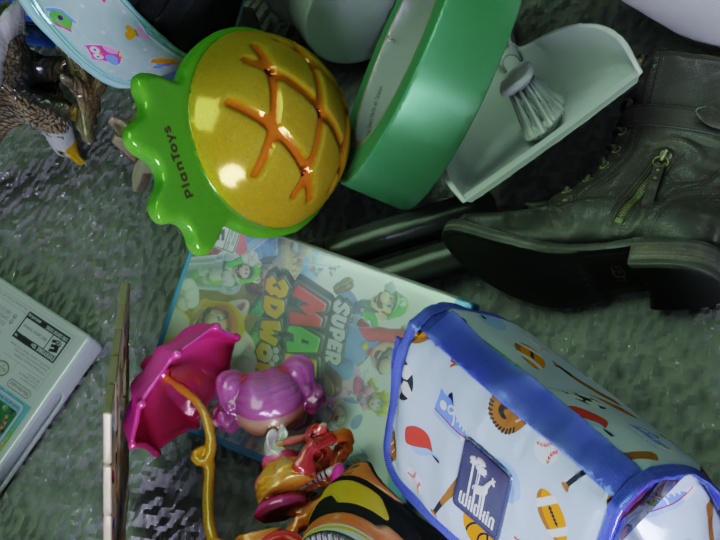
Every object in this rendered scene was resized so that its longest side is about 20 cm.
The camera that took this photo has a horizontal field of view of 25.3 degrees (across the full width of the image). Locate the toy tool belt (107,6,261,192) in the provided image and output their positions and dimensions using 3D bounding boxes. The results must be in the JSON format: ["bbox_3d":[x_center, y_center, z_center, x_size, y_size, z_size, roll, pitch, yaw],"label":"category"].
[{"bbox_3d":[-0.119,-0.101,1.177,0.123,0.125,0.200,-51,37,40],"label":"toy tool belt"}]

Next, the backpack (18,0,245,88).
[{"bbox_3d":[-0.155,-0.225,1.072,0.153,0.176,0.200,-15,51,28],"label":"backpack"}]

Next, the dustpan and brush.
[{"bbox_3d":[0.105,-0.126,1.056,0.140,0.057,0.200,-36,11,12],"label":"dustpan and brush"}]

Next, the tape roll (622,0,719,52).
[{"bbox_3d":[0.218,-0.254,0.997,0.203,0.139,0.203,-31,49,43],"label":"tape roll"}]

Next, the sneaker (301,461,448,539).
[{"bbox_3d":[0.048,0.187,0.875,0.070,0.200,0.090,-31,20,31],"label":"sneaker"}]

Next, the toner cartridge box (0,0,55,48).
[{"bbox_3d":[-0.242,-0.236,1.354,0.200,0.043,0.095,12,72,35],"label":"toner cartridge box"}]

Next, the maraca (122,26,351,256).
[{"bbox_3d":[-0.077,-0.083,1.010,0.107,0.200,0.137,-18,97,36],"label":"maraca"}]

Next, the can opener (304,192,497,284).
[{"bbox_3d":[0.000,0.000,1.076,0.200,0.067,0.053,-17,77,6],"label":"can opener"}]

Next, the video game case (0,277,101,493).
[{"bbox_3d":[-0.312,0.090,1.221,0.200,0.024,0.182,27,79,37],"label":"video game case"}]

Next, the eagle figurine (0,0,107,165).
[{"bbox_3d":[-0.270,-0.134,1.253,0.200,0.152,0.151,0,105,37],"label":"eagle figurine"}]

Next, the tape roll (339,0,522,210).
[{"bbox_3d":[0.046,-0.140,1.050,0.200,0.048,0.201,-158,90,-80],"label":"tape roll"}]

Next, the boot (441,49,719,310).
[{"bbox_3d":[0.164,-0.064,1.010,0.200,0.069,0.174,7,60,22],"label":"boot"}]

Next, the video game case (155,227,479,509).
[{"bbox_3d":[-0.037,0.057,1.030,0.200,0.018,0.143,19,92,22],"label":"video game case"}]

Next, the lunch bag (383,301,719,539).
[{"bbox_3d":[0.107,0.116,0.845,0.124,0.200,0.170,-43,52,-9],"label":"lunch bag"}]

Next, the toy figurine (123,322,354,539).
[{"bbox_3d":[-0.065,0.117,0.970,0.200,0.150,0.184,-13,69,-3],"label":"toy figurine"}]

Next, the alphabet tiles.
[{"bbox_3d":[-0.151,0.132,0.996,0.008,0.200,0.167,1,25,-5],"label":"alphabet tiles"}]

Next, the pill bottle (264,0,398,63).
[{"bbox_3d":[-0.037,-0.251,1.200,0.114,0.114,0.200,-37,52,7],"label":"pill bottle"}]
